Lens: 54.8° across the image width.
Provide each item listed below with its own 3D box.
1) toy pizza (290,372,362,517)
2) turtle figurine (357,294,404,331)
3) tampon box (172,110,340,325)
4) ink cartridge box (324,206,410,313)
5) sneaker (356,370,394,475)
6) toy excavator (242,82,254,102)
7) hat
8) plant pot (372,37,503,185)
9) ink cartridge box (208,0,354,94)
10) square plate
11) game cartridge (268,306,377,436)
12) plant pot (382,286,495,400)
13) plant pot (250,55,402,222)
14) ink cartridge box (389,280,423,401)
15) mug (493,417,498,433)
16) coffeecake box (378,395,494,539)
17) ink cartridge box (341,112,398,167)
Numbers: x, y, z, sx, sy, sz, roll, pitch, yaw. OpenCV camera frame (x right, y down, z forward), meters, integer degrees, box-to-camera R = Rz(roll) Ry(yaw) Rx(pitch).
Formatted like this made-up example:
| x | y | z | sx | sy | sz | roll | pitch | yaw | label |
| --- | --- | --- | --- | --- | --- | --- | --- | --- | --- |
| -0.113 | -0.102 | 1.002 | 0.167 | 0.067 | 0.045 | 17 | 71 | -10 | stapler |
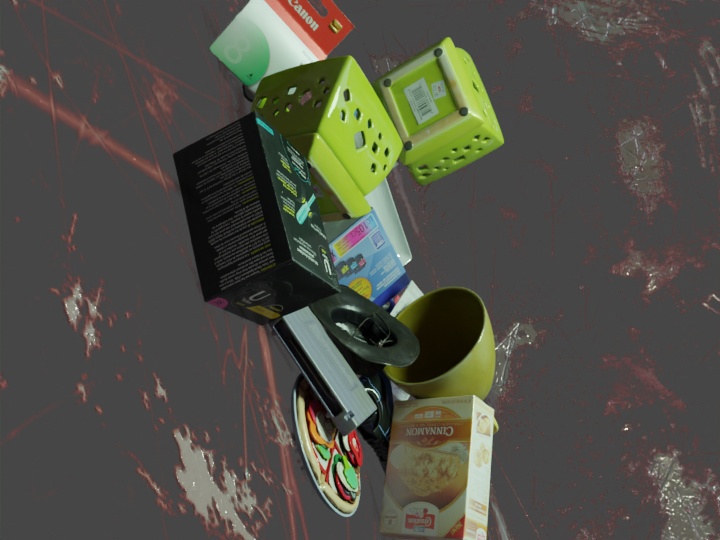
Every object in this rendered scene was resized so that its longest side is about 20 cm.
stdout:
| x | y | z | sx | sy | sz | roll | pitch | yaw | label |
| --- | --- | --- | --- | --- | --- | --- | --- | --- | --- |
| -0.038 | 0.234 | 0.962 | 0.202 | 0.031 | 0.203 | -89 | 154 | -59 | toy pizza |
| 0.058 | 0.131 | 1.383 | 0.152 | 0.098 | 0.204 | -74 | 153 | -48 | turtle figurine |
| -0.127 | -0.058 | 0.867 | 0.150 | 0.123 | 0.205 | 37 | 34 | -64 | tampon box |
| 0.000 | 0.000 | 1.238 | 0.076 | 0.135 | 0.203 | 33 | -23 | 55 | ink cartridge box |
| 0.031 | 0.268 | 1.136 | 0.077 | 0.069 | 0.206 | -23 | 96 | -56 | sneaker |
| -0.147 | -0.427 | 1.226 | 0.198 | 0.196 | 0.101 | 62 | 13 | -22 | toy excavator |
| -0.007 | 0.112 | 1.116 | 0.196 | 0.082 | 0.202 | 23 | 25 | -11 | hat |
| 0.139 | -0.303 | 1.318 | 0.205 | 0.195 | 0.181 | 69 | 18 | 9 | plant pot |
| -0.130 | -0.385 | 1.155 | 0.160 | 0.199 | 0.051 | 41 | 23 | -25 | ink cartridge box |
| -0.006 | -0.064 | 1.304 | 0.028 | 0.196 | 0.205 | 9 | -54 | 53 | square plate |
| -0.056 | 0.129 | 0.971 | 0.202 | 0.038 | 0.130 | 55 | 7 | 9 | game cartridge |
| 0.150 | 0.152 | 1.167 | 0.143 | 0.197 | 0.202 | 52 | 19 | -31 | plant pot |
| -0.071 | -0.191 | 1.116 | 0.201 | 0.194 | 0.185 | 49 | 49 | -41 | plant pot |
| 0.073 | 0.131 | 1.287 | 0.044 | 0.179 | 0.200 | 22 | -15 | 37 | ink cartridge box |
| 0.134 | 0.300 | 1.239 | 0.148 | 0.189 | 0.153 | 29 | -12 | 38 | mug |
| 0.117 | 0.304 | 1.057 | 0.073 | 0.150 | 0.205 | 35 | 54 | -43 | coffeecake box |
| -0.041 | -0.234 | 1.350 | 0.149 | 0.196 | 0.085 | 63 | 11 | -15 | ink cartridge box |
